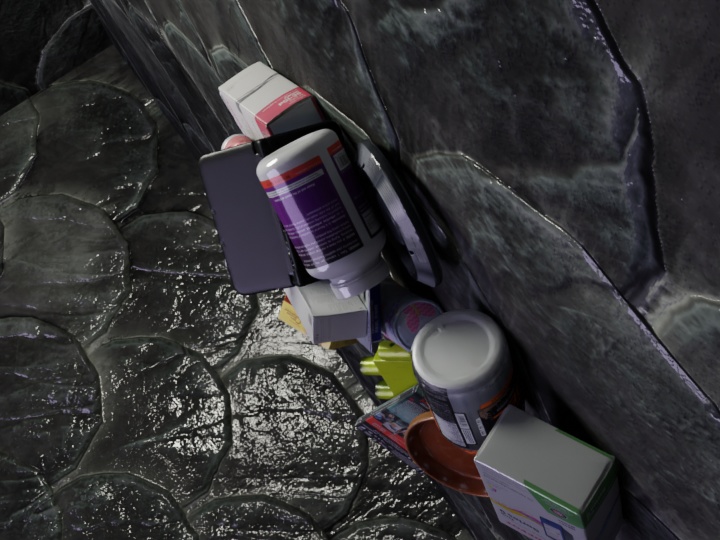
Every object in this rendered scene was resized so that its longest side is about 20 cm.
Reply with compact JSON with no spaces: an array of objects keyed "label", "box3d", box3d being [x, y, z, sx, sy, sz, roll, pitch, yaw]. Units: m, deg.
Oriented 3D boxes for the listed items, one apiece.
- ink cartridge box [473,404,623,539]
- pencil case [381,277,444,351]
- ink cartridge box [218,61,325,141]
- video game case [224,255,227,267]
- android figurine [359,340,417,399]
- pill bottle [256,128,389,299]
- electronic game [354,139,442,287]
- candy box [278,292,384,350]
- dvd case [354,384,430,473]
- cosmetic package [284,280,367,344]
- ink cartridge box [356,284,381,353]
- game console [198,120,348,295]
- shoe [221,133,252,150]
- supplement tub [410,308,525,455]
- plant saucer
[{"label":"ink cartridge box","box3d":[0.234,0.269,1.257,0.145,0.088,0.200,25,158,30]},{"label":"pencil case","box3d":[0.060,0.065,1.581,0.090,0.083,0.200,11,-174,-18]},{"label":"ink cartridge box","box3d":[-0.112,-0.206,1.505,0.200,0.083,0.147,43,166,53]},{"label":"video game case","box3d":[-0.107,-0.073,1.470,0.024,0.181,0.200,-79,-6,-47]},{"label":"android figurine","box3d":[0.099,0.174,1.626,0.199,0.041,0.182,0,135,34]},{"label":"pill bottle","box3d":[-0.041,-0.069,1.297,0.201,0.112,0.112,63,170,-12]},{"label":"electronic game","box3d":[0.048,-0.070,1.268,0.201,0.042,0.200,62,177,6]},{"label":"candy box","box3d":[-0.030,0.071,1.742,0.116,0.057,0.200,30,-160,28]},{"label":"dvd case","box3d":[0.096,0.260,1.679,0.146,0.022,0.200,37,144,-10]},{"label":"cosmetic package","box3d":[-0.059,0.038,1.536,0.200,0.082,0.051,-124,30,-58]},{"label":"ink cartridge box","box3d":[0.000,0.000,1.535,0.200,0.043,0.197,-143,49,-66]},{"label":"game console","box3d":[-0.100,-0.083,1.396,0.116,0.175,0.201,5,112,66]},{"label":"shoe","box3d":[-0.147,-0.101,1.517,0.091,0.071,0.201,-143,32,-67]},{"label":"supplement tub","box3d":[0.142,0.150,1.317,0.123,0.122,0.200,49,170,38]},{"label":"plant saucer","box3d":[0.167,0.284,1.616,0.200,0.032,0.201,17,141,14]}]
